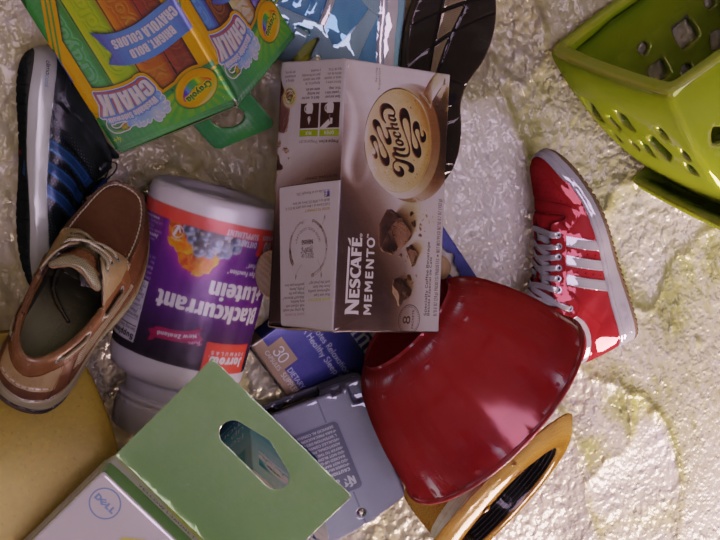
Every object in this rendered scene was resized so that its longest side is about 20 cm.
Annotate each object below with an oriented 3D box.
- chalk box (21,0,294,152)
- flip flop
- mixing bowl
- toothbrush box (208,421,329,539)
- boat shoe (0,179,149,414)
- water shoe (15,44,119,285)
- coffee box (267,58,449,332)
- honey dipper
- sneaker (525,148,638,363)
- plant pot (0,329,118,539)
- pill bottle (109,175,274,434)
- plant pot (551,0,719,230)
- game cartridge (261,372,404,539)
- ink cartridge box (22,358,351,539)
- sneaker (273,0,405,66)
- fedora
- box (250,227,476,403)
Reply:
[{"bbox_3d":[-0.143,-0.177,1.223,0.124,0.124,0.201,-19,112,31],"label":"chalk box"},{"bbox_3d":[0.059,-0.164,1.358,0.081,0.058,0.201,-2,117,-23],"label":"flip flop"},{"bbox_3d":[0.072,0.079,1.313,0.108,0.200,0.200,43,87,-15],"label":"mixing bowl"},{"bbox_3d":[-0.104,0.210,1.261,0.085,0.200,0.146,42,100,-16],"label":"toothbrush box"},{"bbox_3d":[-0.204,0.011,1.187,0.075,0.074,0.201,22,54,-4],"label":"boat shoe"},{"bbox_3d":[-0.227,-0.075,1.270,0.078,0.071,0.201,-2,103,-20],"label":"water shoe"},{"bbox_3d":[-0.001,-0.053,1.230,0.113,0.080,0.201,3,90,-43],"label":"coffee box"},{"bbox_3d":[0.000,0.000,1.318,0.199,0.038,0.038,-2,104,-45],"label":"honey dipper"},{"bbox_3d":[0.164,0.001,1.417,0.112,0.071,0.201,-29,112,-14],"label":"sneaker"},{"bbox_3d":[-0.283,0.144,1.242,0.194,0.194,0.201,-3,89,-18],"label":"plant pot"},{"bbox_3d":[-0.138,0.033,1.302,0.111,0.111,0.201,12,98,-20],"label":"pill bottle"},{"bbox_3d":[0.314,-0.151,1.373,0.200,0.199,0.182,-36,117,-8],"label":"plant pot"},{"bbox_3d":[-0.071,0.180,1.377,0.199,0.040,0.134,-20,105,1],"label":"game cartridge"},{"bbox_3d":[-0.126,0.183,1.129,0.200,0.048,0.146,-44,97,11],"label":"ink cartridge box"},{"bbox_3d":[-0.037,-0.161,1.312,0.130,0.079,0.201,3,91,-21],"label":"sneaker"},{"bbox_3d":[0.099,0.179,1.410,0.082,0.201,0.201,42,86,18],"label":"fedora"},{"bbox_3d":[0.012,0.045,1.398,0.200,0.032,0.121,-39,111,-8],"label":"box"}]
